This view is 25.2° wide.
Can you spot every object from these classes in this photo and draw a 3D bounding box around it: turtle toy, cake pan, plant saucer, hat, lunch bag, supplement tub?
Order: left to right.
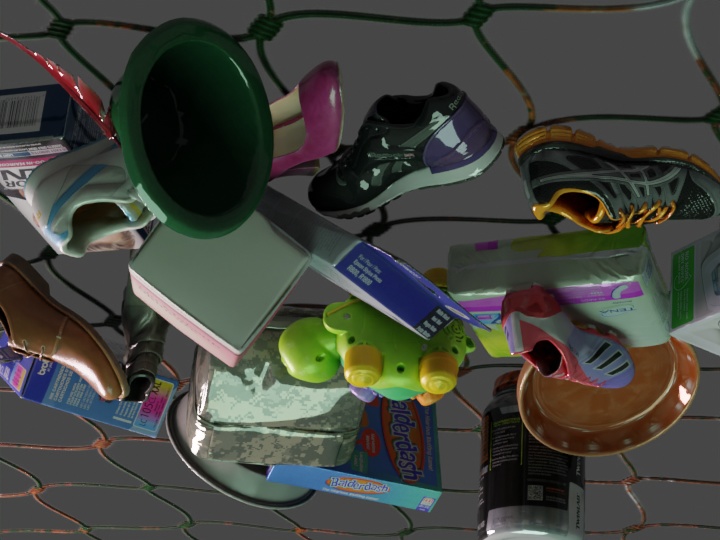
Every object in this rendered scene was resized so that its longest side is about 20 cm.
[{"bbox_3d":[-0.191,-0.122,1.335,0.175,0.202,0.165,-3,-171,41],"label":"hat"},{"bbox_3d":[-0.129,0.194,1.876,0.199,0.201,0.037,19,118,-25],"label":"cake pan"},{"bbox_3d":[-0.084,0.110,1.741,0.198,0.140,0.168,6,136,-8],"label":"lunch bag"},{"bbox_3d":[0.017,0.074,1.629,0.198,0.146,0.101,4,140,-1],"label":"turtle toy"},{"bbox_3d":[0.196,0.222,1.840,0.122,0.201,0.123,4,154,2],"label":"supplement tub"},{"bbox_3d":[0.266,0.119,1.741,0.199,0.032,0.201,-4,128,-5],"label":"plant saucer"}]

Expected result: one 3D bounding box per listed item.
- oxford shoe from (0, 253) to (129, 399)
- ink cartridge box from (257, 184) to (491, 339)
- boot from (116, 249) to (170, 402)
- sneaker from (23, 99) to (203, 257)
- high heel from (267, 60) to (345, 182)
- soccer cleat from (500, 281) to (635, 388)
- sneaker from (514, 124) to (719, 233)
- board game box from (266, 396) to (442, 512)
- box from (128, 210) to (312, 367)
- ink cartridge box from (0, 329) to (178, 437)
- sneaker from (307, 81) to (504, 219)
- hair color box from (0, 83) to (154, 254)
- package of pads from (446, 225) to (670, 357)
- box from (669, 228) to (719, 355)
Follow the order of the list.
[{"bbox_3d":[-0.320,0.073,1.661,0.200,0.071,0.071,40,147,15],"label":"oxford shoe"},{"bbox_3d":[0.000,0.000,1.492,0.199,0.041,0.199,29,175,37],"label":"ink cartridge box"},{"bbox_3d":[-0.214,0.056,1.661,0.067,0.132,0.200,7,153,-11],"label":"boot"},{"bbox_3d":[-0.186,-0.085,1.380,0.199,0.081,0.077,-32,148,-1],"label":"sneaker"},{"bbox_3d":[-0.071,-0.125,1.364,0.095,0.068,0.200,0,167,-13],"label":"high heel"},{"bbox_3d":[0.200,0.082,1.557,0.066,0.077,0.200,-17,144,34],"label":"soccer cleat"},{"bbox_3d":[0.228,-0.067,1.415,0.199,0.078,0.078,9,151,-11],"label":"sneaker"},{"bbox_3d":[-0.008,0.188,1.856,0.199,0.153,0.045,13,134,-16],"label":"board game box"},{"bbox_3d":[-0.130,0.004,1.468,0.128,0.109,0.200,37,171,0],"label":"box"},{"bbox_3d":[-0.320,0.109,1.785,0.199,0.077,0.136,23,-179,-28],"label":"ink cartridge box"},{"bbox_3d":[0.022,-0.112,1.391,0.199,0.076,0.088,-18,126,36],"label":"sneaker"},{"bbox_3d":[-0.269,-0.089,1.472,0.099,0.061,0.200,-3,152,16],"label":"hair color box"},{"bbox_3d":[0.202,0.025,1.603,0.199,0.069,0.155,-6,150,20],"label":"package of pads"},{"bbox_3d":[0.426,0.023,1.535,0.199,0.097,0.176,21,151,-27],"label":"box"}]
